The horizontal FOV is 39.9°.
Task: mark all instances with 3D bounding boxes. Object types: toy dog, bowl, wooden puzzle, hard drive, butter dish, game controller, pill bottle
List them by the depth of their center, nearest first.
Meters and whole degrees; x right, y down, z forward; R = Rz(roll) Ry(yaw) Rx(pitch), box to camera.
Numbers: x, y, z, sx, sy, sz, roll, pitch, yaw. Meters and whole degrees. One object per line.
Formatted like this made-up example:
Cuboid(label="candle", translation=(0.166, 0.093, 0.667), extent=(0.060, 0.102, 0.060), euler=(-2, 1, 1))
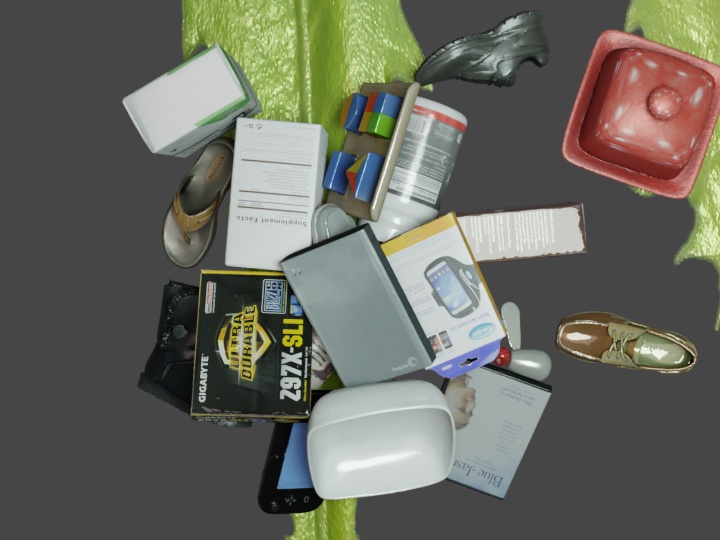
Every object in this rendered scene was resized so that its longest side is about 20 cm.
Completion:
Cuboid(label="hard drive", translation=(-0.003, 0.052, 1.298), extent=(0.139, 0.033, 0.201), euler=(-20, 104, 31))
Cuboid(label="bowl", translation=(0.025, 0.219, 1.335), extent=(0.198, 0.201, 0.075), euler=(-7, 48, -3))
Cuboid(label="wooden puzzle", translation=(0.002, -0.167, 1.340), extent=(0.046, 0.200, 0.187), euler=(16, 93, -21))
Cuboid(label="butter dish", translation=(0.397, -0.219, 1.346), extent=(0.198, 0.148, 0.202), euler=(19, 92, 3))
Cuboid(label="pill bottle", translation=(0.066, -0.134, 1.380), extent=(0.115, 0.116, 0.202), euler=(18, 93, 2))
Cuboid(label="toy dog", translation=(0.165, 0.093, 1.397), extent=(0.200, 0.096, 0.132), euler=(40, 117, -9))
Cuboid(label="game controller", translation=(-0.080, 0.256, 1.398), extent=(0.103, 0.042, 0.202), euler=(8, 111, -19))

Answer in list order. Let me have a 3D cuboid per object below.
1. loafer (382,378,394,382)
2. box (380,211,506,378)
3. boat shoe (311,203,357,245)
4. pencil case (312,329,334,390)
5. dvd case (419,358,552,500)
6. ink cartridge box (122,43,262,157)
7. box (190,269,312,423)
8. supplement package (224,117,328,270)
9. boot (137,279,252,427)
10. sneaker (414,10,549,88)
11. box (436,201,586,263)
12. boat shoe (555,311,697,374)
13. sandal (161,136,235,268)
Cuboid(label="loafer", translation=(0.024, 0.126, 1.408), extent=(0.068, 0.076, 0.201), euler=(21, 93, -4))
Cuboid(label="box", translation=(0.109, 0.037, 1.313), extent=(0.118, 0.041, 0.201), euler=(-23, 94, 13))
Cuboid(label="boat shoe", translation=(-0.001, 0.001, 1.334), extent=(0.074, 0.065, 0.203), euler=(-27, 98, -40))
Cuboid(label="pencil case", translation=(-0.074, 0.117, 1.411), extent=(0.089, 0.078, 0.200), euler=(40, 93, -20))
Cuboid(label="dvd case", translation=(0.167, 0.221, 1.392), extent=(0.142, 0.018, 0.201), euler=(19, 117, 2))
Cuboid(label="ink cartridge box", translation=(-0.221, -0.225, 1.351), extent=(0.145, 0.200, 0.085), euler=(-30, 93, 4))
Cuboid(label="box", translation=(-0.143, 0.103, 1.339), extent=(0.158, 0.049, 0.202), euler=(3, 70, -4))
Cuboid(label="supplement package", translation=(-0.114, -0.102, 1.386), extent=(0.119, 0.121, 0.202), euler=(5, 92, 3))
Cuboid(label="boot", translation=(-0.218, 0.114, 1.398), extent=(0.199, 0.076, 0.170), euler=(19, 94, 28))
Cuboid(label="sneaker", translation=(0.174, -0.293, 1.395), extent=(0.199, 0.076, 0.091), euler=(-21, 97, 6))
Cuboid(label="box", translation=(0.206, -0.052, 1.381), extent=(0.198, 0.100, 0.076), euler=(-4, 95, 2))
Cuboid(label="boat shoe", translation=(0.376, 0.102, 1.391), extent=(0.198, 0.074, 0.076), euler=(8, 91, 2))
Cuboid(label="sandal", translation=(-0.230, -0.097, 1.419), extent=(0.081, 0.055, 0.201), euler=(31, 103, 2))
